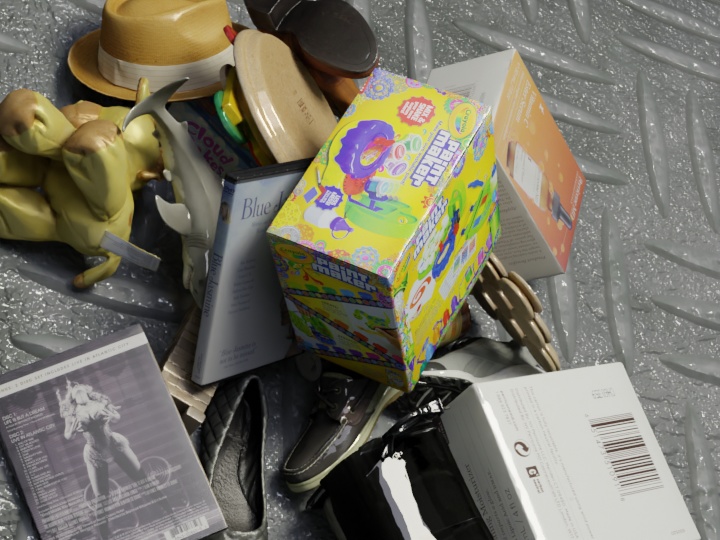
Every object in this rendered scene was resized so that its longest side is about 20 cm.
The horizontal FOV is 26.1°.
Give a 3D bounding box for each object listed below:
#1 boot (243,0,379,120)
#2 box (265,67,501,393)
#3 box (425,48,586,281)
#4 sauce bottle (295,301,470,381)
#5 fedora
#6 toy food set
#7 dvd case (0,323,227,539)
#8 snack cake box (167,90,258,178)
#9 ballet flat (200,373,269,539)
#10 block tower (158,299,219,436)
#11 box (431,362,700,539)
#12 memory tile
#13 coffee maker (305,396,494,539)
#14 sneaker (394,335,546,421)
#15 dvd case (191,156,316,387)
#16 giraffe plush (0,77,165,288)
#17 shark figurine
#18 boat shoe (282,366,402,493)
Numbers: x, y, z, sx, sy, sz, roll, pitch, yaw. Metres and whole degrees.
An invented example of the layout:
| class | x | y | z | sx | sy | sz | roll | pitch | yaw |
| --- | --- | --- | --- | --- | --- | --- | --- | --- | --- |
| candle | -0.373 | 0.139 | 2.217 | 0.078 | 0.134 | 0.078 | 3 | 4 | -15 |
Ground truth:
| class | x | y | z | sx | sy | sz | roll | pitch | yaw |
| --- | --- | --- | --- | --- | --- | --- | --- | --- | --- |
| boot | -0.023 | -0.193 | 1.589 | 0.188 | 0.200 | 0.069 | 26 | 70 | 36 |
| box | 0.029 | -0.035 | 1.397 | 0.122 | 0.193 | 0.200 | 21 | 61 | 20 |
| box | 0.146 | -0.107 | 1.663 | 0.200 | 0.106 | 0.152 | 55 | 38 | -35 |
| sauce bottle | 0.023 | 0.066 | 1.552 | 0.200 | 0.066 | 0.066 | -20 | 72 | -40 |
| fedora | -0.195 | -0.240 | 1.556 | 0.200 | 0.082 | 0.201 | 1 | 36 | -1 |
| toy food set | -0.072 | -0.143 | 1.476 | 0.198 | 0.049 | 0.200 | 55 | 20 | -26 |
| dvd case | -0.221 | 0.159 | 1.328 | 0.148 | 0.016 | 0.200 | -21 | 72 | -17 |
| snack cake box | -0.098 | -0.116 | 1.596 | 0.200 | 0.067 | 0.115 | 45 | 47 | 2 |
| ballet flat | -0.112 | 0.185 | 1.386 | 0.066 | 0.057 | 0.200 | 12 | 54 | -25 |
| block tower | -0.145 | 0.066 | 1.450 | 0.058 | 0.054 | 0.200 | 31 | 47 | -10 |
| box | 0.187 | 0.211 | 1.512 | 0.200 | 0.131 | 0.199 | -6 | 63 | -35 |
| memory tile | 0.131 | 0.013 | 1.573 | 0.017 | 0.153 | 0.200 | -37 | 48 | -7 |
| coffee maker | 0.055 | 0.248 | 1.360 | 0.135 | 0.192 | 0.200 | -24 | 70 | -13 |
| sneaker | 0.103 | 0.106 | 1.579 | 0.200 | 0.074 | 0.079 | 1 | 50 | -40 |
| dvd case | -0.083 | -0.002 | 1.389 | 0.018 | 0.200 | 0.143 | 26 | 26 | 33 |
| giraffe plush | -0.246 | -0.102 | 1.441 | 0.200 | 0.173 | 0.162 | 38 | 37 | -14 |
| shark figurine | -0.142 | -0.087 | 1.427 | 0.128 | 0.089 | 0.215 | -78 | 156 | -65 |
| boat shoe | -0.014 | 0.119 | 1.457 | 0.201 | 0.072 | 0.066 | -48 | 116 | -25 |
